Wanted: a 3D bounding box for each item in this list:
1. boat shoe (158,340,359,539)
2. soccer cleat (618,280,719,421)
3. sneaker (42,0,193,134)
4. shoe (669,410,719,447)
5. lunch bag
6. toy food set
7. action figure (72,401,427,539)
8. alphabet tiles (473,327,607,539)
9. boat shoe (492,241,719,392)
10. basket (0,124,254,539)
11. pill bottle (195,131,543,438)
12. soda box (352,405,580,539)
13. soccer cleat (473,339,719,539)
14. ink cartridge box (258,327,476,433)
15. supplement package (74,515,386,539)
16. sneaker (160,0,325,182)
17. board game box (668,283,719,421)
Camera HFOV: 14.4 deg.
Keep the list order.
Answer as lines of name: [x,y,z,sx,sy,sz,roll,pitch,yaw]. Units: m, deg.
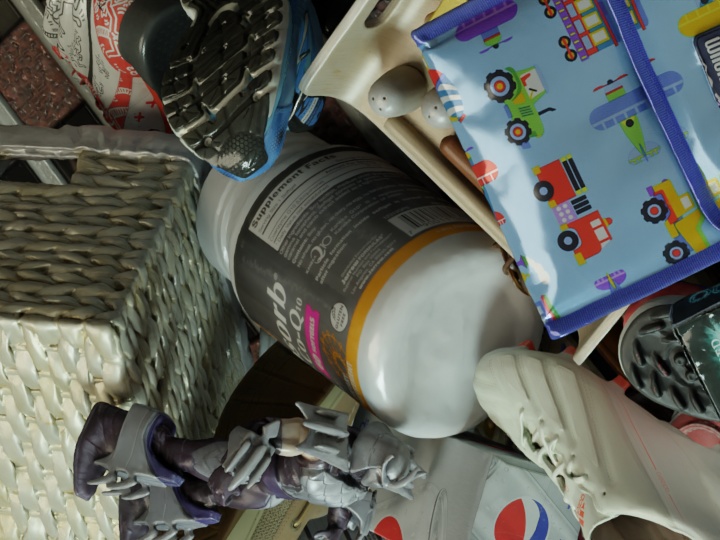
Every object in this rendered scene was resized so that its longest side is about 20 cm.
boat shoe: [-0.046,0.112,1.603,0.064,0.201,0.071,42,168,-38]
soccer cleat: [0.218,0.060,1.360,0.199,0.073,0.069,26,114,-1]
sneaker: [-0.128,-0.102,1.671,0.108,0.067,0.202,37,151,36]
shoe: [0.161,0.140,1.507,0.071,0.091,0.201,41,150,16]
lunch bag: [0.148,-0.083,1.242,0.199,0.094,0.151,-26,90,25]
toy food set: [0.076,-0.072,1.356,0.200,0.060,0.144,44,122,12]
action figure: [-0.052,0.109,1.489,0.199,0.070,0.130,-5,149,33]
alphabet tiles: [0.092,0.125,1.546,0.167,0.006,0.201,-125,42,-57]
boat shoe: [0.101,-0.022,1.430,0.200,0.067,0.072,46,153,10]
basket: [-0.183,0.037,1.632,0.197,0.161,0.201,4,132,15]
pill bottle: [0.000,0.000,1.533,0.200,0.116,0.117,35,149,48]
soda box: [0.051,0.122,1.541,0.063,0.069,0.200,16,180,-21]
soccer cleat: [0.120,0.097,1.401,0.199,0.078,0.070,28,154,38]
ink cartridge box: [0.033,0.086,1.695,0.199,0.057,0.163,20,143,11]
supplement package: [-0.055,0.229,1.680,0.152,0.199,0.151,91,156,-51]
sneaker: [-0.044,-0.104,1.471,0.078,0.201,0.090,-31,117,21]
board game box: [0.244,0.078,1.306,0.135,0.028,0.201,-22,108,18]
